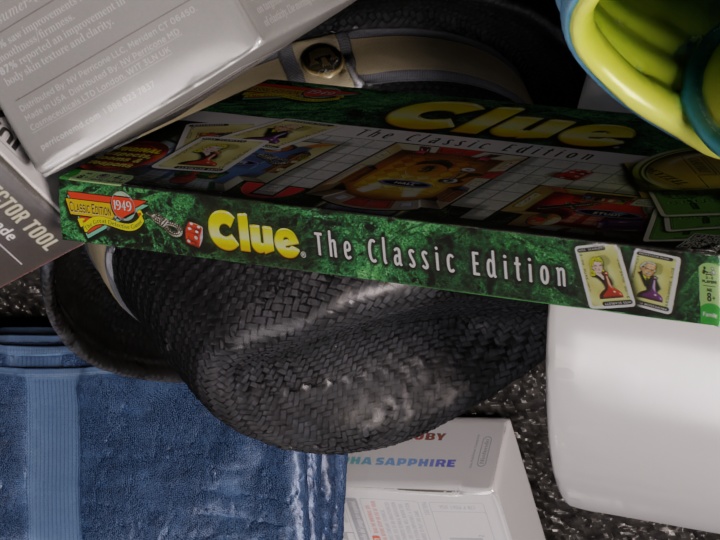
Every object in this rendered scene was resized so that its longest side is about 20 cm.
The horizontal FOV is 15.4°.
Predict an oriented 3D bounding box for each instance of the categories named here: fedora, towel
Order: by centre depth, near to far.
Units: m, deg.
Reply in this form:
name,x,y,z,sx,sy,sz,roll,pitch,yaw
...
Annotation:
name,x,y,z,sx,sy,sz,roll,pitch,yaw
fedora,0.000,0.000,0.872,0.200,0.092,0.201,-17,143,-13
towel,-0.104,0.079,1.068,0.199,0.112,0.049,0,179,18

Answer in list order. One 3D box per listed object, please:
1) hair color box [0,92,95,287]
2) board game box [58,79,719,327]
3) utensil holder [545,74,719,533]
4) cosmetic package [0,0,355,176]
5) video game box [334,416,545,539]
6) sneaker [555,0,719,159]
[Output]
name,x,y,z,sx,sy,sz,roll,pitch,yaw
hair color box,-0.126,-0.095,0.791,0.061,0.201,0.102,-26,129,23
board game box,0.028,-0.022,0.711,0.199,0.105,0.024,7,110,31
utensil holder,0.169,0.005,0.799,0.199,0.170,0.170,7,140,16
cosmetic package,-0.087,-0.140,0.739,0.090,0.107,0.201,-30,92,24
video game box,-0.006,0.139,1.150,0.181,0.047,0.200,-1,137,17
sneaker,0.138,-0.079,0.687,0.199,0.131,0.080,0,140,-3
